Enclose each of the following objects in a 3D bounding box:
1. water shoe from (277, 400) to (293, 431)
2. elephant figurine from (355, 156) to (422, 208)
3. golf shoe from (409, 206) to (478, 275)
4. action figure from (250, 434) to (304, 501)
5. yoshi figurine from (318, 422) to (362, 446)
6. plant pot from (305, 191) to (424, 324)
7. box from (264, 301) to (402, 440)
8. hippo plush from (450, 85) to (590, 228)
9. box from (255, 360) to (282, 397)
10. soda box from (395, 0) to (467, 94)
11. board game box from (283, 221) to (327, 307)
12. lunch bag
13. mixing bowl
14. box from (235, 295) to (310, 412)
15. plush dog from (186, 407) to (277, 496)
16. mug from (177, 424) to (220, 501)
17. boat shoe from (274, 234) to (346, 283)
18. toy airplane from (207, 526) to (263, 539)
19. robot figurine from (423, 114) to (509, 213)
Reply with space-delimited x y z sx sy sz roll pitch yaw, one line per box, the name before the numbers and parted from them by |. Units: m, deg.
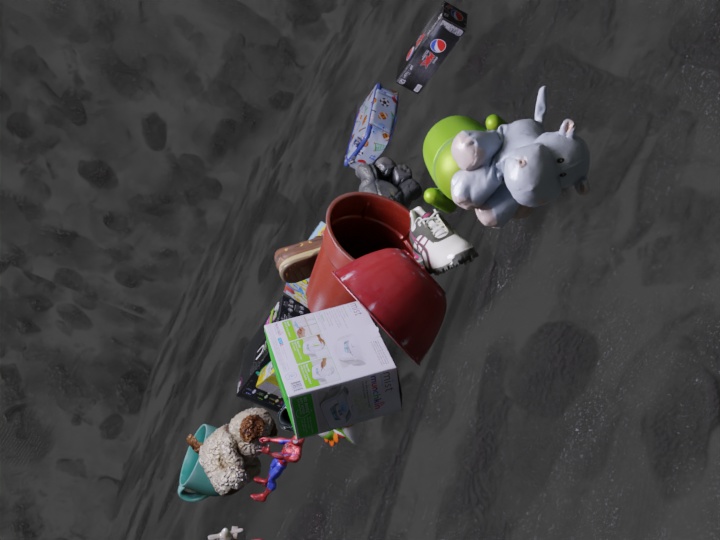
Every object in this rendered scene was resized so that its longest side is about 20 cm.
water shoe | -0.132 0.274 1.775 0.200 0.079 0.072 -40 71 54
elephant figurine | 0.033 -0.112 1.799 0.142 0.155 0.200 52 141 22
golf shoe | 0.119 -0.047 1.442 0.077 0.088 0.200 -24 15 -12
action figure | -0.182 0.375 1.804 0.200 0.099 0.065 -51 23 34
yoshi figurine | -0.046 0.231 1.578 0.200 0.112 0.112 -38 25 60
plant pot | 0.000 0.000 1.619 0.201 0.200 0.195 -85 18 -46
box | -0.047 0.153 1.470 0.200 0.176 0.097 -120 19 -55
hippo plush | 0.236 -0.128 1.218 0.200 0.160 0.161 -28 28 -20
box | -0.116 0.202 1.793 0.200 0.117 0.048 -39 32 54
soda box | 0.154 -0.486 1.996 0.200 0.063 0.071 -48 24 43
board game box | -0.078 0.002 1.855 0.105 0.103 0.200 -55 -3 -21
lunch bag | 0.023 -0.332 2.168 0.160 0.075 0.200 -43 27 56
mixing bowl | 0.060 0.038 1.410 0.108 0.200 0.200 -44 18 0
box | -0.165 0.183 1.949 0.200 0.124 0.149 -53 21 39
plush dog | -0.254 0.356 1.908 0.172 0.161 0.200 -43 -7 1
mug | -0.348 0.457 2.146 0.185 0.114 0.152 -45 27 51
boat shoe | -0.068 -0.040 1.723 0.072 0.200 0.068 91 155 -46
toy airplane | -0.242 0.566 1.642 0.200 0.141 0.200 -15 53 68
robot figurine | 0.166 -0.178 1.461 0.176 0.116 0.200 -48 22 14
